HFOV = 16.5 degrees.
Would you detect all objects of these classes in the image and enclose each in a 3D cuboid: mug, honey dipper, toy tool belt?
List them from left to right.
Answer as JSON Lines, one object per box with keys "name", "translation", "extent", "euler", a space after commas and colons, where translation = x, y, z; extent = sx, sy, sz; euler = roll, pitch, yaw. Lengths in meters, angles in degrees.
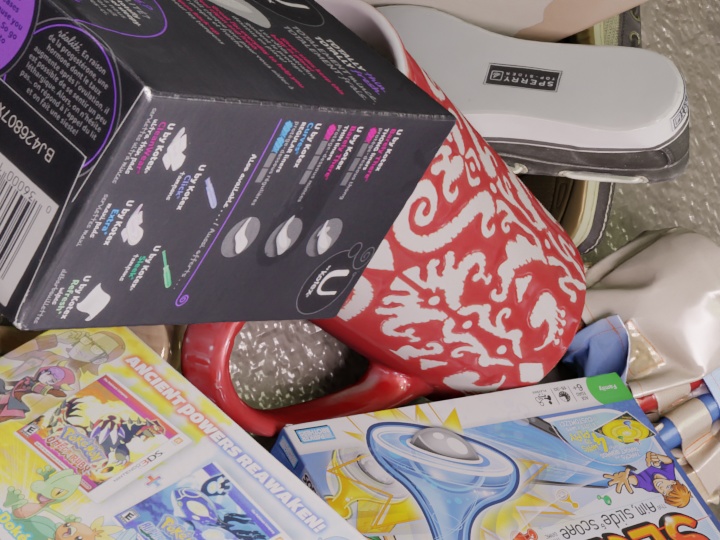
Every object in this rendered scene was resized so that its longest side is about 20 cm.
{"name": "honey dipper", "translation": [-0.134, 0.029, 1.062], "extent": [0.200, 0.038, 0.038], "euler": [7, 71, -54]}
{"name": "mug", "translation": [-0.003, -0.009, 1.153], "extent": [0.200, 0.177, 0.133], "euler": [38, 13, -48]}
{"name": "toy tool belt", "translation": [0.156, 0.084, 1.288], "extent": [0.123, 0.125, 0.200], "euler": [-25, 90, -11]}

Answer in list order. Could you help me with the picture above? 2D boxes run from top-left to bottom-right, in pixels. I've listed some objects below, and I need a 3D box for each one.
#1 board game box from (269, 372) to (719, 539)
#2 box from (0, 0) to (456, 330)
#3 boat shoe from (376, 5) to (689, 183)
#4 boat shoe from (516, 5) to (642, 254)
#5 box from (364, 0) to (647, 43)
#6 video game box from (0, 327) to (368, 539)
{"name": "board game box", "translation": [0.070, 0.118, 1.133], "extent": [0.200, 0.034, 0.135], "euler": [-8, 51, -36]}
{"name": "box", "translation": [-0.079, -0.054, 0.952], "extent": [0.122, 0.106, 0.200], "euler": [42, 23, 27]}
{"name": "boat shoe", "translation": [0.064, -0.078, 1.221], "extent": [0.064, 0.200, 0.071], "euler": [74, 35, -51]}
{"name": "boat shoe", "translation": [0.125, -0.099, 1.331], "extent": [0.066, 0.072, 0.201], "euler": [16, 62, -31]}
{"name": "box", "translation": [0.086, -0.168, 1.232], "extent": [0.078, 0.200, 0.095], "euler": [42, 54, -22]}
{"name": "video game box", "translation": [-0.113, 0.116, 0.936], "extent": [0.182, 0.200, 0.047], "euler": [-32, 141, -25]}
